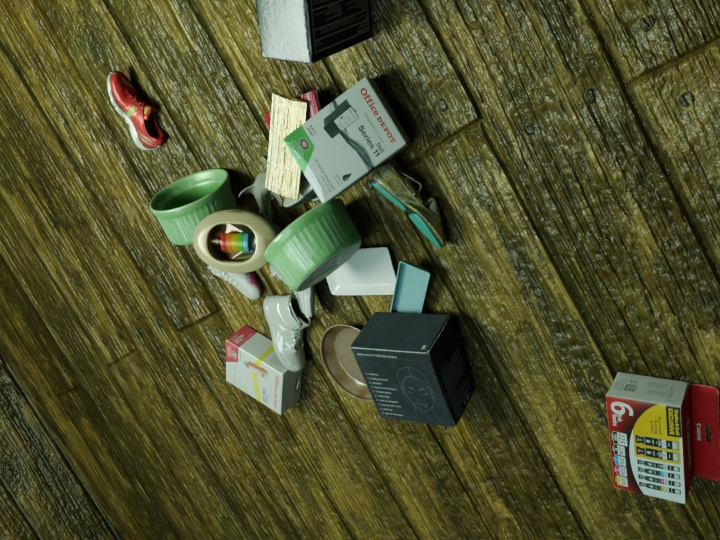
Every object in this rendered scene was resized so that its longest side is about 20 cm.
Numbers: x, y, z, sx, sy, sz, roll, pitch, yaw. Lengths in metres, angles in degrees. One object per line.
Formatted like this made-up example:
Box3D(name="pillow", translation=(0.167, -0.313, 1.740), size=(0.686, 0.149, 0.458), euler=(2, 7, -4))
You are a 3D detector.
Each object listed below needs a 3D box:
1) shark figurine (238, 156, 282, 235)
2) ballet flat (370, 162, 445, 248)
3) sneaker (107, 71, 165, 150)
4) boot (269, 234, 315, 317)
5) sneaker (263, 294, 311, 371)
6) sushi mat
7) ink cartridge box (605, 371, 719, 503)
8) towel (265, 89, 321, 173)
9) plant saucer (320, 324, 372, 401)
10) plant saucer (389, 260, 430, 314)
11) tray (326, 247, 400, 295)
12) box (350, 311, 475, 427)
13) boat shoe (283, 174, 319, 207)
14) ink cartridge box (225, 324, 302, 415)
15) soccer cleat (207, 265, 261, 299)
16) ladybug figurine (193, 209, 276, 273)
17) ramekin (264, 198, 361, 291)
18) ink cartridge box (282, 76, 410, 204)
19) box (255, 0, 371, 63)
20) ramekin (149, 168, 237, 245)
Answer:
Box3D(name="shark figurine", translation=(-0.227, -0.158, 1.653), size=(0.129, 0.088, 0.217), euler=(55, 153, 31))
Box3D(name="ballet flat", translation=(0.107, -0.129, 1.422), size=(0.199, 0.071, 0.070), euler=(42, 135, -11))
Box3D(name="sneaker", translation=(-0.533, -0.392, 1.788), size=(0.083, 0.077, 0.203), euler=(-8, 120, 35))
Box3D(name="boot", translation=(-0.158, 0.010, 1.696), size=(0.093, 0.074, 0.206), euler=(-3, 108, 7))
Box3D(name="sneaker", translation=(-0.160, 0.154, 1.801), size=(0.114, 0.073, 0.205), euler=(-7, 109, 44))
Box3D(name="sushi mat", translation=(-0.151, -0.250, 1.500), size=(0.094, 0.012, 0.205), euler=(23, 118, 29))
Box3D(name="ink cartridge box", translation=(0.539, 0.299, 1.316), size=(0.172, 0.084, 0.205), euler=(3, 117, 37))
Box3D(name="towel", translation=(-0.126, -0.274, 1.517), size=(0.198, 0.022, 0.149), euler=(-6, 101, 54))
Box3D(name="plant saucer", translation=(-0.007, 0.209, 1.737), size=(0.197, 0.037, 0.205), euler=(20, 126, 28))
Box3D(name="plant saucer", translation=(0.101, 0.062, 1.553), size=(0.068, 0.019, 0.203), euler=(21, 136, 14))
Box3D(name="tray", translation=(0.000, 0.000, 1.617), size=(0.196, 0.022, 0.110), euler=(-2, 114, 39))
Box3D(name="box", translation=(0.112, 0.205, 1.556), size=(0.196, 0.125, 0.200), euler=(0, 127, 36))
Box3D(name="boat shoe", translation=(-0.091, -0.179, 1.553), size=(0.060, 0.075, 0.199), euler=(27, 139, -29))
Box3D(name="ink cartridge box", translation=(-0.254, 0.259, 1.930), size=(0.197, 0.083, 0.148), euler=(26, 129, 25))
Box3D(name="soccer cleat", translation=(-0.330, 0.001, 1.838), size=(0.201, 0.086, 0.070), euler=(52, 135, 1))
Box3D(name="ladybug figurine", translation=(-0.267, -0.066, 1.626), size=(0.194, 0.072, 0.140), euler=(6, 100, 7))
Box3D(name="ramekin", translation=(-0.091, -0.046, 1.520), size=(0.099, 0.198, 0.200), euler=(54, 135, 7))
Box3D(name="ink cartridge box", translation=(-0.023, -0.243, 1.387), size=(0.198, 0.083, 0.148), euler=(-34, 94, 13))
Box3D(name="box", translation=(-0.082, -0.484, 1.272), size=(0.121, 0.199, 0.203), euler=(14, 123, 30))
Box3D(name="ramekin", translation=(-0.380, -0.146, 1.721), size=(0.196, 0.200, 0.100), euler=(4, 127, 36))
